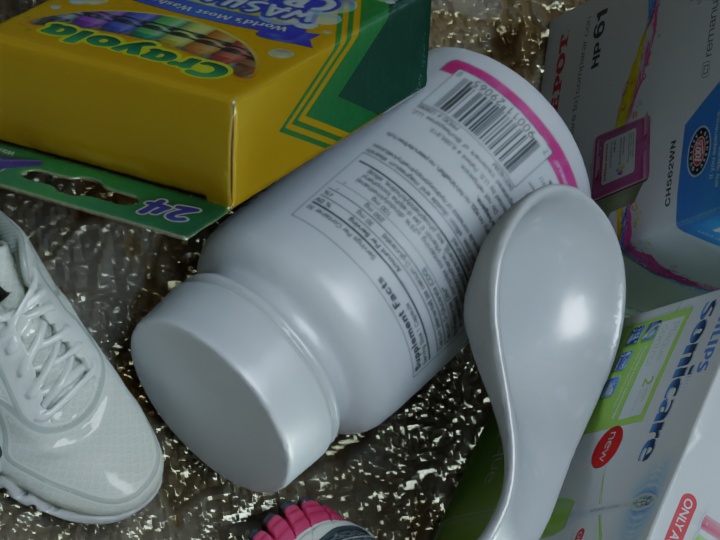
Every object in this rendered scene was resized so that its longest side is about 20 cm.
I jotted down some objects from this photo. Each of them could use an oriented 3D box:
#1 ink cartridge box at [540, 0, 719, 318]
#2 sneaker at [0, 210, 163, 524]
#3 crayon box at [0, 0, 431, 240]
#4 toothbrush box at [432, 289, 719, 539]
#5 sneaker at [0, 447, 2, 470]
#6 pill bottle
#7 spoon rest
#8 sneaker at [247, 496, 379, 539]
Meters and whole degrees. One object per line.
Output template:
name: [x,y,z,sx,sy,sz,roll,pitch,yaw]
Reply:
ink cartridge box: [0.158,-0.064,1.313,0.084,0.200,0.145,15,73,-21]
sneaker: [-0.151,0.026,1.196,0.200,0.081,0.075,50,60,-13]
crayon box: [-0.071,-0.082,1.192,0.200,0.126,0.052,-37,136,-53]
toothbrush box: [0.123,0.101,1.260,0.086,0.200,0.146,34,67,-19]
sneaker: [-0.213,0.150,1.152,0.200,0.076,0.116,-34,106,-21]
pill bottle: [0.000,0.000,1.263,0.200,0.113,0.113,-41,100,-28]
spoon rest: [0.065,0.058,1.209,0.099,0.061,0.200,39,69,-45]
sneaker: [-0.051,0.181,1.204,0.075,0.081,0.200,28,61,27]
